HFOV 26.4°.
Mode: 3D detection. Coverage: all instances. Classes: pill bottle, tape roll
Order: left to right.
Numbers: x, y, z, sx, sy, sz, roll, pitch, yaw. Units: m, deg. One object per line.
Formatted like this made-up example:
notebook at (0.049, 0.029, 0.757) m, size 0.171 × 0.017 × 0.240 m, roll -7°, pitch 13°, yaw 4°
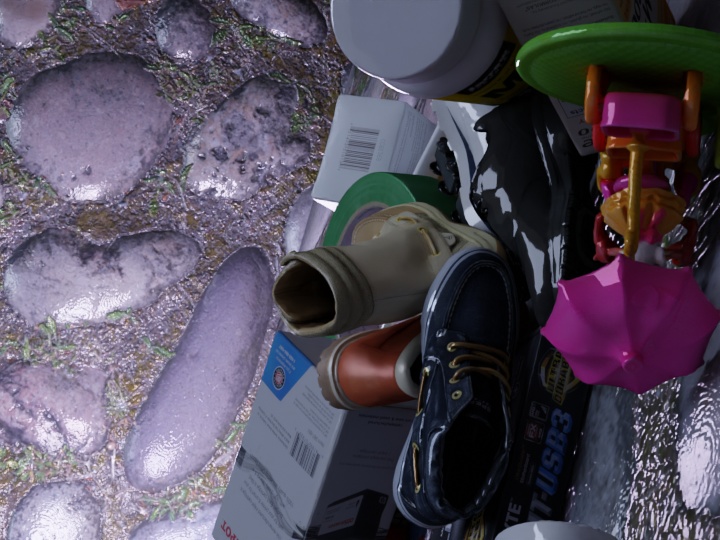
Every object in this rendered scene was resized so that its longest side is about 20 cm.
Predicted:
tape roll at (0.028, 0.016, 1.327) m, size 0.200 × 0.048 × 0.201 m, roll -6°, pitch 83°, yaw 61°
pill bottle at (0.064, -0.175, 1.071) m, size 0.200 × 0.114 × 0.114 m, roll -9°, pitch -59°, yaw -64°

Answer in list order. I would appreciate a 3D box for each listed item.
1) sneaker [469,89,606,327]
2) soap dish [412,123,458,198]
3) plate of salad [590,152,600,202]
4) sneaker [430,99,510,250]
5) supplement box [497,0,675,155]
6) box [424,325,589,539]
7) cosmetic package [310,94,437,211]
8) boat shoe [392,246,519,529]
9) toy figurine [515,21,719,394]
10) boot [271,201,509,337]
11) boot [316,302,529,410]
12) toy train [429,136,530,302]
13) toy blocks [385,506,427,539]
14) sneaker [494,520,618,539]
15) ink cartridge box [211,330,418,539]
sneaker at (0.123, -0.040, 1.082) m, size 0.091 × 0.076 × 0.200 m, roll -17°, pitch 52°, yaw 25°
soap dish at (0.113, -0.122, 1.393) m, size 0.157 × 0.081 × 0.200 m, roll -59°, pitch -4°, yaw -45°
plate of salad at (0.156, -0.088, 1.232) m, size 0.200 × 0.048 × 0.200 m, roll -162°, pitch 90°, yaw -83°
sneaker at (0.112, -0.115, 1.197) m, size 0.081 × 0.076 × 0.200 m, roll -46°, pitch 50°, yaw 41°
supplement box at (0.145, -0.194, 1.027) m, size 0.073 × 0.200 × 0.126 m, roll -15°, pitch 41°, yaw 25°
box at (0.095, 0.161, 1.098) m, size 0.199 × 0.050 × 0.200 m, roll 130°, pitch 158°, yaw -67°
cosmetic package at (0.043, -0.090, 1.537) m, size 0.200 × 0.081 × 0.113 m, roll 32°, pitch -108°, yaw -59°
boat shoe at (0.077, 0.075, 1.034) m, size 0.091 × 0.071 × 0.200 m, roll 146°, pitch 138°, yaw -72°
toy figurine at (0.156, -0.021, 0.875) m, size 0.200 × 0.150 × 0.184 m, roll 43°, pitch -127°, yaw -75°
boot at (0.000, 0.000, 1.167) m, size 0.200 × 0.155 × 0.073 m, roll 25°, pitch 122°, yaw 60°
boot at (0.075, 0.058, 1.176) m, size 0.107 × 0.200 × 0.075 m, roll -12°, pitch 98°, yaw 52°
toy train at (0.100, -0.045, 1.239) m, size 0.200 × 0.046 × 0.034 m, roll -109°, pitch 27°, yaw -46°
toy blocks at (0.024, 0.239, 1.315) m, size 0.200 × 0.100 × 0.137 m, roll 116°, pitch 158°, yaw -43°
sneaker at (0.100, 0.222, 0.871) m, size 0.201 × 0.073 × 0.114 m, roll 102°, pitch 177°, yaw -57°
ink cartridge box at (-0.037, 0.172, 1.277) m, size 0.145 × 0.084 × 0.200 m, roll 39°, pitch 115°, yaw 55°
